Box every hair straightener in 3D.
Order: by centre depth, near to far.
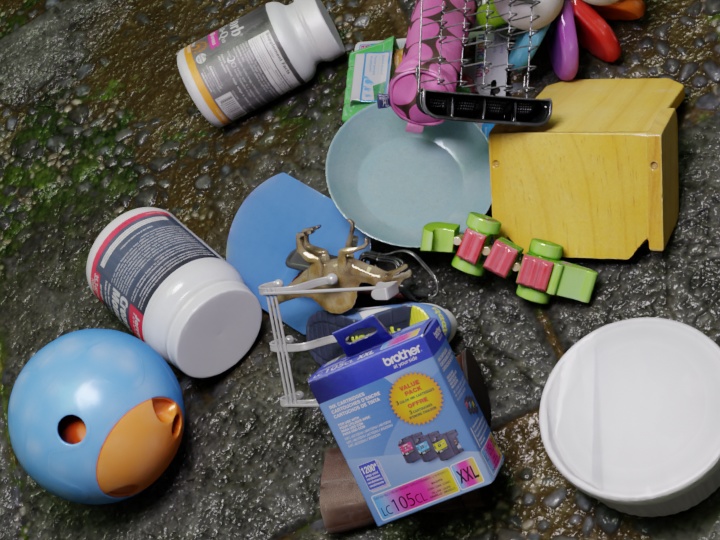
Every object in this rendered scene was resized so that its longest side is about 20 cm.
[{"bbox_3d":[0.000,0.000,1.734,0.200,0.077,0.041,12,45,31],"label":"hair straightener"}]

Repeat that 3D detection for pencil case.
[{"bbox_3d":[0.084,-0.254,1.786,0.091,0.094,0.200,9,46,10],"label":"pencil case"}]

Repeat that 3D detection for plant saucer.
[{"bbox_3d":[0.059,-0.108,1.772,0.201,0.039,0.201,1,63,-2],"label":"plant saucer"}]

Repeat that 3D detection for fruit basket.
[{"bbox_3d":[0.079,-0.221,1.867,0.200,0.094,0.185,-5,59,20],"label":"fruit basket"}]

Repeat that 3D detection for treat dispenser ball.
[{"bbox_3d":[-0.301,0.167,1.741,0.201,0.201,0.201,-12,56,19],"label":"treat dispenser ball"}]

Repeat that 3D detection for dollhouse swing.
[{"bbox_3d":[0.273,-0.121,1.746,0.200,0.176,0.182,2,103,27],"label":"dollhouse swing"}]

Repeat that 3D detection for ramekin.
[{"bbox_3d":[0.288,0.155,1.530,0.202,0.094,0.203,-12,57,19],"label":"ramekin"}]

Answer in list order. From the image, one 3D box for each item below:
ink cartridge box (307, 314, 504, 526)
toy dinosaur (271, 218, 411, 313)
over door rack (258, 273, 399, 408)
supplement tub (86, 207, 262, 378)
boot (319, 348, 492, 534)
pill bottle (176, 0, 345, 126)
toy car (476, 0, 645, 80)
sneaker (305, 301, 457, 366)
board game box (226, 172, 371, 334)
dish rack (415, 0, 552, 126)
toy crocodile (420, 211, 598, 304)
[{"bbox_3d":[0.040,0.139,1.543,0.136,0.076,0.200,-24,95,17],"label":"ink cartridge box"},{"bbox_3d":[-0.044,0.002,1.711,0.200,0.058,0.101,-12,96,31],"label":"toy dinosaur"},{"bbox_3d":[-0.017,0.081,1.658,0.200,0.148,0.067,0,16,43],"label":"over door rack"},{"bbox_3d":[-0.225,0.025,1.831,0.140,0.140,0.200,-46,52,-6],"label":"supplement tub"},{"bbox_3d":[0.040,0.186,1.655,0.200,0.064,0.187,-13,58,24],"label":"boot"},{"bbox_3d":[-0.129,-0.280,1.988,0.200,0.116,0.116,-27,53,8],"label":"pill bottle"},{"bbox_3d":[0.243,-0.304,1.810,0.200,0.175,0.150,-19,94,-3],"label":"toy car"},{"bbox_3d":[0.023,0.074,1.729,0.200,0.082,0.074,-4,95,41],"label":"sneaker"},{"bbox_3d":[-0.069,-0.018,1.840,0.200,0.039,0.158,30,99,27],"label":"board game box"},{"bbox_3d":[0.134,-0.260,1.674,0.055,0.153,0.200,-177,90,-71],"label":"dish rack"},{"bbox_3d":[0.163,-0.012,1.682,0.200,0.062,0.068,22,102,10],"label":"toy crocodile"}]
